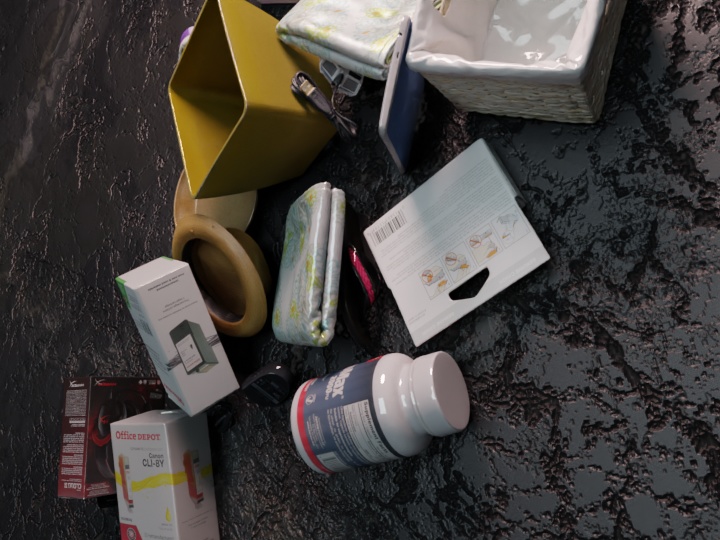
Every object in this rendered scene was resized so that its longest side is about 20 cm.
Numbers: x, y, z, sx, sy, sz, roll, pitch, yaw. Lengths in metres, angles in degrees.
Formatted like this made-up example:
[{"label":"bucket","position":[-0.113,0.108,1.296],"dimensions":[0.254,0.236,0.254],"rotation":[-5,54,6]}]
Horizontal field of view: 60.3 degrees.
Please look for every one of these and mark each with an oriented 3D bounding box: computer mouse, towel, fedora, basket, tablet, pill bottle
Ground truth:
[{"label":"computer mouse","position":[-0.168,0.190,0.929],"dimensions":[0.199,0.059,0.034],"rotation":[-35,23,30]},{"label":"towel","position":[0.010,-0.335,0.799],"dimensions":[0.198,0.048,0.171],"rotation":[31,67,30]},{"label":"towel","position":[-0.072,-0.004,0.826],"dimensions":[0.171,0.047,0.205],"rotation":[166,110,-70]},{"label":"fedora","position":[-0.195,0.000,0.926],"dimensions":[0.198,0.081,0.204],"rotation":[20,125,31]},{"label":"computer mouse","position":[-0.027,-0.272,0.854],"dimensions":[0.044,0.109,0.202],"rotation":[-33,29,46]},{"label":"basket","position":[0.183,-0.284,0.677],"dimensions":[0.197,0.160,0.202],"rotation":[14,90,31]},{"label":"tablet","position":[0.052,-0.202,0.748],"dimensions":[0.013,0.200,0.133],"rotation":[12,89,11]},{"label":"pill bottle","position":[0.024,0.167,0.745],"dimensions":[0.197,0.119,0.122],"rotation":[-22,70,29]}]

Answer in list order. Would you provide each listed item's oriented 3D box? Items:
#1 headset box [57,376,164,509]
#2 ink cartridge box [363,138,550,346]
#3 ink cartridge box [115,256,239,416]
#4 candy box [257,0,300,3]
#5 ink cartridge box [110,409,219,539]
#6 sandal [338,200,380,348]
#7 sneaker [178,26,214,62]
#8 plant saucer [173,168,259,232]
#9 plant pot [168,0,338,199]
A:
[{"label":"headset box","position":[-0.401,0.277,1.008],"dimensions":[0.074,0.148,0.205],"rotation":[-9,76,32]},{"label":"ink cartridge box","position":[0.116,-0.031,0.761],"dimensions":[0.199,0.043,0.176],"rotation":[-36,64,25]},{"label":"ink cartridge box","position":[-0.270,0.092,0.908],"dimensions":[0.145,0.083,0.203],"rotation":[10,123,58]},{"label":"candy box","position":[-0.101,-0.539,0.984],"dimensions":[0.166,0.071,0.204],"rotation":[17,92,36]},{"label":"ink cartridge box","position":[-0.302,0.324,0.951],"dimensions":[0.143,0.083,0.205],"rotation":[-9,86,34]},{"label":"sandal","position":[0.000,0.000,0.823],"dimensions":[0.044,0.075,0.204],"rotation":[-10,73,17]},{"label":"sneaker","position":[-0.234,-0.353,0.966],"dimensions":[0.079,0.200,0.085],"rotation":[-18,99,10]},{"label":"plant saucer","position":[-0.232,-0.117,1.025],"dimensions":[0.197,0.035,0.205],"rotation":[-6,79,34]},{"label":"plant pot","position":[-0.144,-0.233,0.878],"dimensions":[0.200,0.174,0.203],"rotation":[-41,60,45]}]
